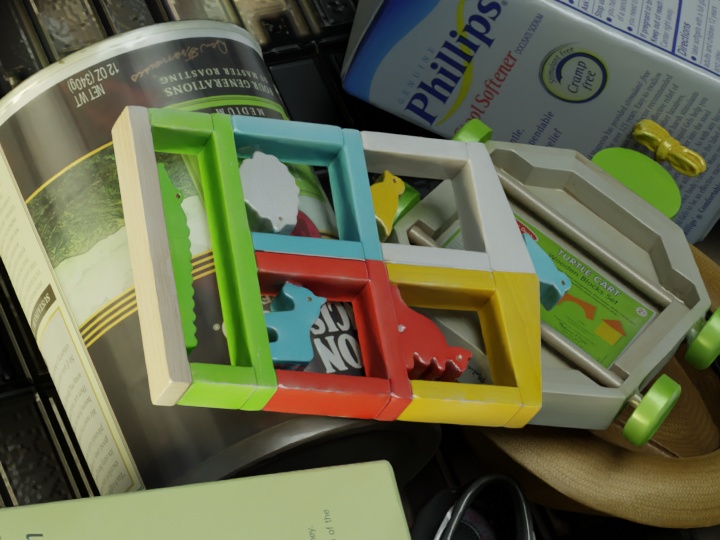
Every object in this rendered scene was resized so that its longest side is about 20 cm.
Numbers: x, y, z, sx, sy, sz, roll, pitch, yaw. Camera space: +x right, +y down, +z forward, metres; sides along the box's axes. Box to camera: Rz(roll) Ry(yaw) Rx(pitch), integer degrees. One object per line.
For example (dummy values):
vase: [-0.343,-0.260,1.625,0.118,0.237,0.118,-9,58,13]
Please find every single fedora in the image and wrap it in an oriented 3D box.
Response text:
fedora: [0.104,0.054,1.347,0.199,0.082,0.201,12,47,-13]

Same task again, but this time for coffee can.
coffee can: [-0.071,0.014,1.258,0.146,0.146,0.201,-14,67,-30]

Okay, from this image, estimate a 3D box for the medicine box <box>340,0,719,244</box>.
medicine box: [0.110,-0.139,1.439,0.199,0.103,0.183,23,43,-9]

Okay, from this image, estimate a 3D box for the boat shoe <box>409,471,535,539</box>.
boat shoe: [0.037,0.177,1.264,0.067,0.057,0.201,19,55,-13]

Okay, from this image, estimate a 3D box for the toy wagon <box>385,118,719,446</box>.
toy wagon: [0.096,-0.005,1.305,0.155,0.040,0.200,37,41,10]

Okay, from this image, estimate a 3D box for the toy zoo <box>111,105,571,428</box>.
toy zoo: [0.000,0.000,1.196,0.199,0.020,0.132,6,57,-26]

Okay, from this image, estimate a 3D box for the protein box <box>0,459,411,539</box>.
protein box: [-0.074,0.201,1.141,0.199,0.135,0.199,-6,63,-20]
